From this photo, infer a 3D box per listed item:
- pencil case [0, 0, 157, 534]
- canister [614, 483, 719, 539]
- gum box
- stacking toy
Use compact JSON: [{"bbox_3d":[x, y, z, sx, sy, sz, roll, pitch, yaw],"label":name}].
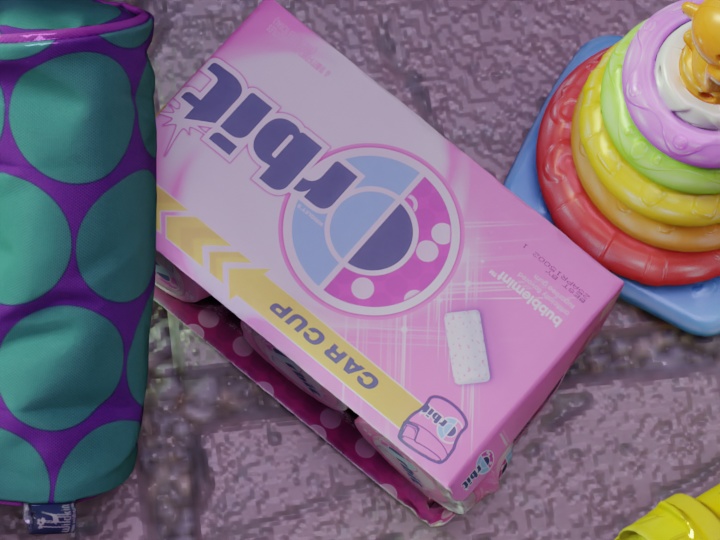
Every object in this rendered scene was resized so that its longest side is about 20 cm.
[{"bbox_3d":[-0.125,-0.007,1.127,0.092,0.085,0.200,-8,112,-31],"label":"pencil case"},{"bbox_3d":[0.223,0.117,1.169,0.200,0.087,0.149,-29,77,-14],"label":"canister"},{"bbox_3d":[0.000,0.000,1.196,0.200,0.066,0.114,39,72,8],"label":"gum box"},{"bbox_3d":[0.131,-0.065,1.159,0.116,0.200,0.110,28,72,5],"label":"stacking toy"}]
